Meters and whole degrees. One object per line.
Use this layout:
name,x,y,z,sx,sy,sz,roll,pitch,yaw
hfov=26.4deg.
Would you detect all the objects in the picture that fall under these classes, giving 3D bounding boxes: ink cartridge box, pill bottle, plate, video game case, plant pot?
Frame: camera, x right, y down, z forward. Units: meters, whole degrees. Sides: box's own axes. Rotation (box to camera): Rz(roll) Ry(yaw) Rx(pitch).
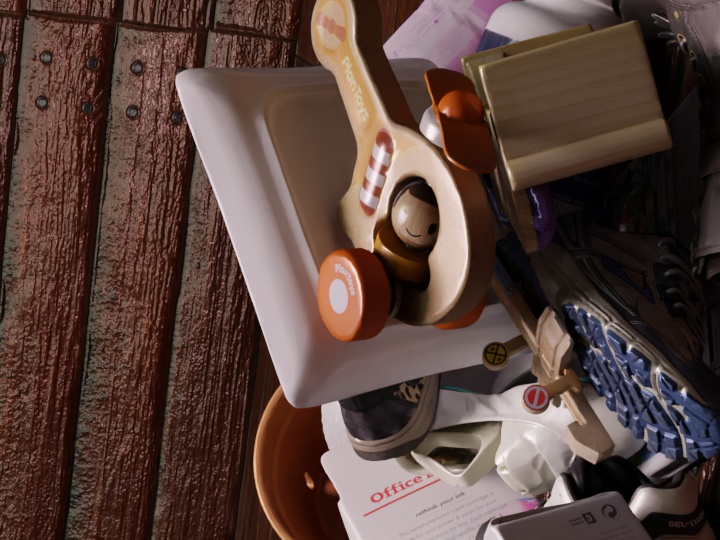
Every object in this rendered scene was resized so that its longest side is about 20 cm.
ink cartridge box,0.063,0.182,0.986,0.200,0.117,0.067,-122,12,-46
pill bottle,0.119,-0.105,0.991,0.111,0.111,0.200,-122,53,-74
plate,0.011,-0.035,0.874,0.032,0.200,0.200,-34,72,46
video game case,0.182,0.010,0.875,0.182,0.022,0.200,119,154,-66
plant pot,0.020,0.172,1.266,0.140,0.200,0.200,79,-168,-66

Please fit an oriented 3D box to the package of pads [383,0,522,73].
package of pads,0.052,-0.142,1.235,0.200,0.076,0.121,-49,-22,-16

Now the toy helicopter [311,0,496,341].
toy helicopter,0.019,-0.069,0.787,0.132,0.079,0.200,-50,53,49

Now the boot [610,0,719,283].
boot,0.180,-0.081,0.766,0.200,0.069,0.174,175,100,-70

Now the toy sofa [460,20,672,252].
toy sofa,0.109,-0.077,0.827,0.200,0.083,0.098,-83,-23,-82

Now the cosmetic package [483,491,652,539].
cosmetic package,0.125,0.218,0.716,0.200,0.081,0.113,58,146,39

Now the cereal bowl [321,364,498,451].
cereal bowl,0.041,0.069,1.126,0.083,0.200,0.200,30,123,32

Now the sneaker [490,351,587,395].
sneaker,0.118,0.048,1.025,0.200,0.074,0.116,99,172,-66

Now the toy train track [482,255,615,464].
toy train track,0.070,0.020,0.829,0.200,0.033,0.115,60,173,21

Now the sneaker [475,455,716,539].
sneaker,0.128,0.140,0.848,0.200,0.076,0.088,-6,97,60

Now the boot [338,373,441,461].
boot,0.000,0.000,0.961,0.200,0.073,0.151,-78,-32,-42

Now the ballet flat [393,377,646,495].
ballet flat,0.090,0.105,0.923,0.200,0.069,0.070,-6,77,54

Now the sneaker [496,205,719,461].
sneaker,0.145,0.018,0.788,0.200,0.085,0.077,51,168,53
